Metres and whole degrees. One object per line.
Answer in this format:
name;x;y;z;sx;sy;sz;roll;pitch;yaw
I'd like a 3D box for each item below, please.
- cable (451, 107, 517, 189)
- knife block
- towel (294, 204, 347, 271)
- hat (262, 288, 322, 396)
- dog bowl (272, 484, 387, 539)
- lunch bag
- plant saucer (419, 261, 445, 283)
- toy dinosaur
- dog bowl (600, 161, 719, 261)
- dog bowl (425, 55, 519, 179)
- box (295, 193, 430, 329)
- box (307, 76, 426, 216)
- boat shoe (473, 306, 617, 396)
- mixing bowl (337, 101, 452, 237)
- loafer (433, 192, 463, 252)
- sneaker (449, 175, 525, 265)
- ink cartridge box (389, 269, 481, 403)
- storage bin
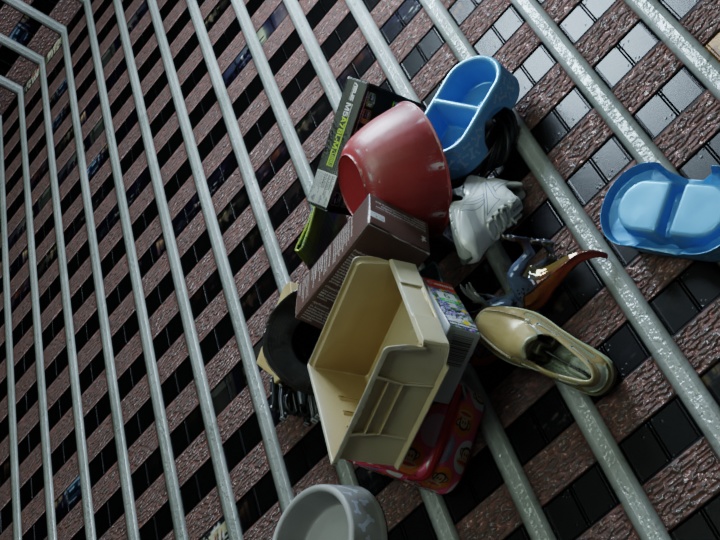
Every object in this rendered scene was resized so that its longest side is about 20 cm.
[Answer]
cable;0.141;-0.188;1.614;0.200;0.051;0.163;-33;54;4
knife block;-0.087;0.137;1.684;0.175;0.064;0.201;25;95;55
towel;-0.059;-0.051;1.698;0.023;0.200;0.144;9;71;15
hat;-0.047;0.119;1.618;0.081;0.200;0.201;93;-177;-64
dog bowl;-0.052;0.394;1.502;0.200;0.059;0.201;-29;48;37
lunch bag;0.073;0.200;1.461;0.200;0.082;0.177;5;69;49
plant saucer;0.052;0.065;1.514;0.200;0.019;0.070;-36;63;35
toy dinosaur;0.200;0.046;1.398;0.200;0.105;0.182;14;97;42
dog bowl;0.382;-0.067;1.277;0.200;0.050;0.112;12;78;52
dog bowl;0.150;-0.228;1.557;0.111;0.050;0.200;19;71;40
box;0.000;0.000;1.475;0.200;0.100;0.075;-49;25;35
box;0.012;-0.181;1.642;0.047;0.193;0.201;23;98;31
boat shoe;0.215;0.091;1.309;0.200;0.076;0.072;21;94;36
mixing bowl;0.036;-0.129;1.512;0.200;0.108;0.201;52;151;45
loafer;0.125;-0.079;1.593;0.072;0.063;0.200;-19;41;-12
sneaker;0.174;-0.077;1.456;0.087;0.075;0.200;-4;33;21
ink cartridge box;0.090;0.074;1.417;0.200;0.050;0.109;-114;43;-60
storage bin;0.021;0.114;1.365;0.200;0.093;0.199;-109;36;-56
